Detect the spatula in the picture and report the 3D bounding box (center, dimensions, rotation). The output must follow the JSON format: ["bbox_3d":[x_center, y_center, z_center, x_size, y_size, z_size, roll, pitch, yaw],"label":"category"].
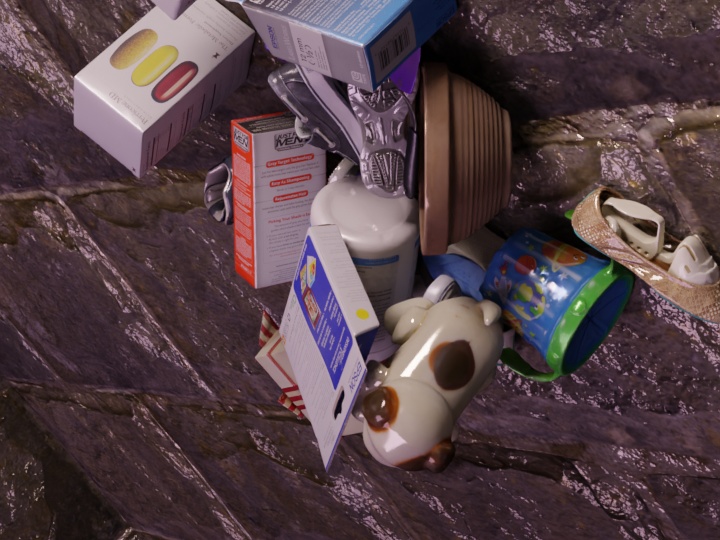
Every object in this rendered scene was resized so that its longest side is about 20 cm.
[{"bbox_3d":[0.051,-0.161,1.593,0.057,0.021,0.200,-130,28,-49],"label":"spatula"}]

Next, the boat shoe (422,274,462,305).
[{"bbox_3d":[0.118,0.088,1.761,0.086,0.075,0.202,28,148,25],"label":"boat shoe"}]

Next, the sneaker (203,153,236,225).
[{"bbox_3d":[-0.120,-0.082,1.922,0.077,0.146,0.203,43,158,42],"label":"sneaker"}]

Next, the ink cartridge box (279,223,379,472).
[{"bbox_3d":[-0.030,0.086,1.682,0.198,0.047,0.200,110,144,-48],"label":"ink cartridge box"}]

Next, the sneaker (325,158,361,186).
[{"bbox_3d":[0.003,-0.053,1.892,0.099,0.070,0.200,33,152,14],"label":"sneaker"}]

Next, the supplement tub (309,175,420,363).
[{"bbox_3d":[0.000,0.000,1.796,0.132,0.132,0.200,31,137,23],"label":"supplement tub"}]

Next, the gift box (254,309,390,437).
[{"bbox_3d":[-0.017,0.095,2.024,0.187,0.185,0.200,-20,110,51],"label":"gift box"}]

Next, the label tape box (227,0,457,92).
[{"bbox_3d":[-0.025,-0.270,1.529,0.200,0.143,0.066,23,147,34],"label":"label tape box"}]

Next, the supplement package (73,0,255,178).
[{"bbox_3d":[-0.235,-0.229,1.815,0.114,0.200,0.110,38,153,9],"label":"supplement package"}]

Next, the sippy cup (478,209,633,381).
[{"bbox_3d":[0.207,0.024,1.654,0.130,0.178,0.140,35,174,23],"label":"sippy cup"}]

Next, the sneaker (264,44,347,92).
[{"bbox_3d":[-0.072,-0.252,1.689,0.081,0.083,0.200,25,149,32],"label":"sneaker"}]

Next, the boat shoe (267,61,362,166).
[{"bbox_3d":[-0.040,-0.168,1.698,0.200,0.068,0.072,48,-165,-54],"label":"boat shoe"}]

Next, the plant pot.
[{"bbox_3d":[0.108,-0.116,1.581,0.092,0.201,0.201,1,146,0],"label":"plant pot"}]

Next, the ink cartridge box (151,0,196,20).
[{"bbox_3d":[-0.160,-0.372,1.565,0.085,0.145,0.200,42,153,0],"label":"ink cartridge box"}]

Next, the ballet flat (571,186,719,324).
[{"bbox_3d":[0.305,-0.019,1.538,0.200,0.071,0.065,32,137,14],"label":"ballet flat"}]

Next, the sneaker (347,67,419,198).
[{"bbox_3d":[0.027,-0.185,1.660,0.078,0.099,0.200,2,119,2],"label":"sneaker"}]

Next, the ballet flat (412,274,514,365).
[{"bbox_3d":[0.111,0.045,1.908,0.200,0.069,0.069,30,151,16],"label":"ballet flat"}]

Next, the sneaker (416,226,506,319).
[{"bbox_3d":[0.144,0.013,1.787,0.200,0.077,0.111,39,153,6],"label":"sneaker"}]

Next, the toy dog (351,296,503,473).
[{"bbox_3d":[0.076,0.133,1.624,0.140,0.200,0.194,47,138,-15],"label":"toy dog"}]

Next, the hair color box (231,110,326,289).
[{"bbox_3d":[-0.097,-0.087,1.833,0.061,0.101,0.200,38,133,51],"label":"hair color box"}]
